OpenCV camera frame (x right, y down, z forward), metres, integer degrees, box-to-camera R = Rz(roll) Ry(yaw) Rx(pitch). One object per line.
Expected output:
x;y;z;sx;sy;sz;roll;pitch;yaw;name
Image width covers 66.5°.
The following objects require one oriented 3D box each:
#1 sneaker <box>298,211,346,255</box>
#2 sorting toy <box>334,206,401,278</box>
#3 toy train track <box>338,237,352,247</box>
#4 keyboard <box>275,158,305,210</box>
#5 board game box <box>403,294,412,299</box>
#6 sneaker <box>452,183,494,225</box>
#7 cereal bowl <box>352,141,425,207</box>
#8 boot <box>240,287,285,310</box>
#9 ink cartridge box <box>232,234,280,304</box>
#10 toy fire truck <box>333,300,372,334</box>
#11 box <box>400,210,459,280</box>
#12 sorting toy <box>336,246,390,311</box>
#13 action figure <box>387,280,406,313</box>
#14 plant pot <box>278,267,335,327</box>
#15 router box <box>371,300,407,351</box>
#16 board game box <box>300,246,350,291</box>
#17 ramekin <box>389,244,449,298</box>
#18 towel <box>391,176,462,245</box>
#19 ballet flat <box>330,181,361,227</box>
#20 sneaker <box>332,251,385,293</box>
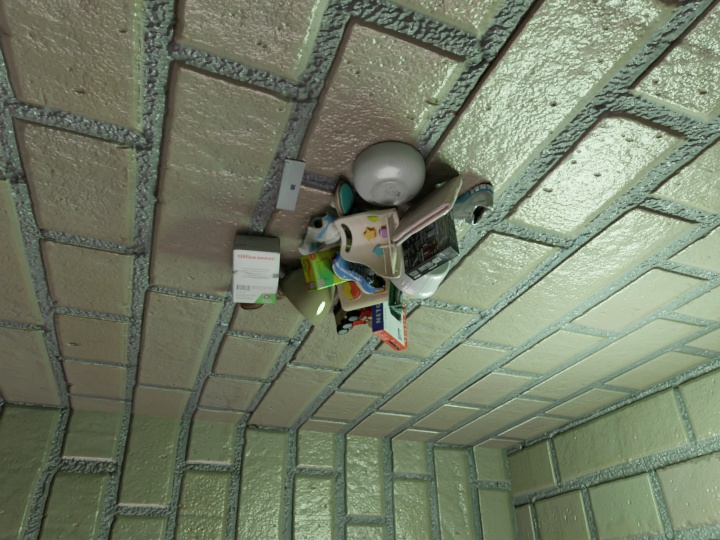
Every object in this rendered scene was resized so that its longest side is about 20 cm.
-0.127;-0.110;1.623;0.081;0.077;0.198;45;136;-18;sneaker
0.019;-0.091;1.512;0.173;0.108;0.205;-1;124;12;sorting toy
0.012;-0.063;1.642;0.195;0.119;0.032;15;151;-35;toy train track
-0.190;-0.227;1.484;0.054;0.011;0.202;2;148;-15;keyboard
0.084;0.033;1.816;0.193;0.108;0.104;-7;148;8;board game box
0.292;-0.158;1.538;0.073;0.089;0.198;19;144;-33;sneaker
0.074;-0.230;1.418;0.192;0.086;0.202;0;148;0;cereal bowl
-0.358;0.051;1.866;0.181;0.066;0.201;-19;150;3;boot
-0.324;-0.002;1.708;0.141;0.085;0.205;4;127;-10;ink cartridge box
0.016;0.173;2.038;0.194;0.132;0.177;0;150;-25;toy fire truck
0.186;-0.096;1.511;0.156;0.205;0.049;-31;134;32;box
0.000;0.015;1.728;0.180;0.207;0.036;-14;-175;20;sorting toy
0.122;0.017;1.701;0.053;0.207;0.118;-4;160;19;action figure
-0.159;0.064;1.807;0.134;0.201;0.200;-43;140;1;plant pot
0.101;0.152;1.913;0.048;0.206;0.179;-16;146;25;router box
-0.081;-0.012;1.634;0.197;0.105;0.047;-16;-178;-44;board game box
0.172;-0.029;1.638;0.195;0.205;0.098;14;139;-23;ramekin
0.177;-0.158;1.430;0.189;0.201;0.032;-33;104;31;towel
-0.045;-0.176;1.523;0.066;0.069;0.201;16;155;28;ballet flat
0.000;0.000;1.614;0.197;0.081;0.088;31;153;-34;sneaker
